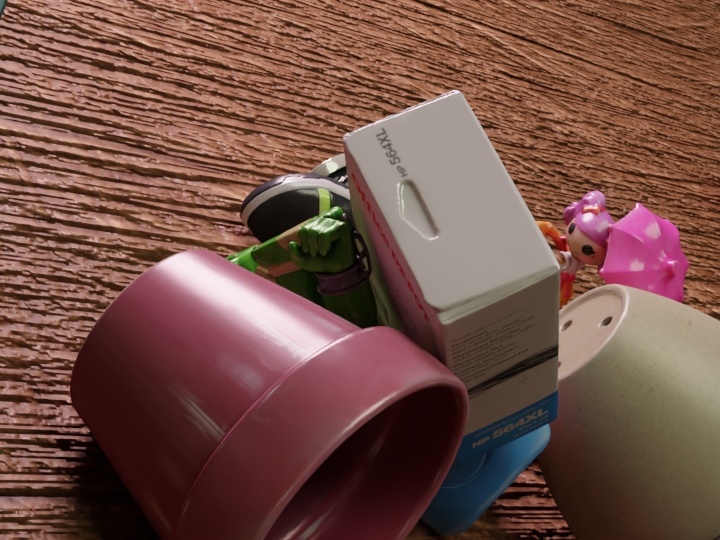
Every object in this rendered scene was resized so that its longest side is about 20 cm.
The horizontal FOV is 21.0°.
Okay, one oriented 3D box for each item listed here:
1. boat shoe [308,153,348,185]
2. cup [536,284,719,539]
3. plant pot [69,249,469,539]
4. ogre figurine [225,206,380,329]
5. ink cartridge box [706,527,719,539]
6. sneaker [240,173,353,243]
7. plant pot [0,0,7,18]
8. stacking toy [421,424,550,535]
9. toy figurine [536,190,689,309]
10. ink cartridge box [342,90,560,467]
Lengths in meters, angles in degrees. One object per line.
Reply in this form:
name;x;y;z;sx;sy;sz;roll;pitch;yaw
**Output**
boat shoe;0.029;-0.062;1.570;0.066;0.074;0.199;55;30;15
cup;0.197;0.095;1.402;0.143;0.200;0.201;46;26;-19
plant pot;-0.065;0.089;1.137;0.179;0.200;0.200;39;24;24
ogre figurine;-0.041;0.036;1.264;0.098;0.200;0.120;-31;96;-50
ink cartridge box;0.274;0.242;1.402;0.145;0.145;0.200;38;29;-13
sneaker;0.000;0.000;1.449;0.200;0.072;0.083;29;32;-26
plant pot;-0.287;-0.099;1.069;0.141;0.200;0.142;33;30;-19
stacking toy;0.070;0.092;1.405;0.110;0.116;0.200;41;17;-4
toy figurine;0.172;0.012;1.540;0.150;0.184;0.200;8;44;-48
ink cartridge box;0.059;0.009;1.212;0.200;0.084;0.146;83;-18;-60
